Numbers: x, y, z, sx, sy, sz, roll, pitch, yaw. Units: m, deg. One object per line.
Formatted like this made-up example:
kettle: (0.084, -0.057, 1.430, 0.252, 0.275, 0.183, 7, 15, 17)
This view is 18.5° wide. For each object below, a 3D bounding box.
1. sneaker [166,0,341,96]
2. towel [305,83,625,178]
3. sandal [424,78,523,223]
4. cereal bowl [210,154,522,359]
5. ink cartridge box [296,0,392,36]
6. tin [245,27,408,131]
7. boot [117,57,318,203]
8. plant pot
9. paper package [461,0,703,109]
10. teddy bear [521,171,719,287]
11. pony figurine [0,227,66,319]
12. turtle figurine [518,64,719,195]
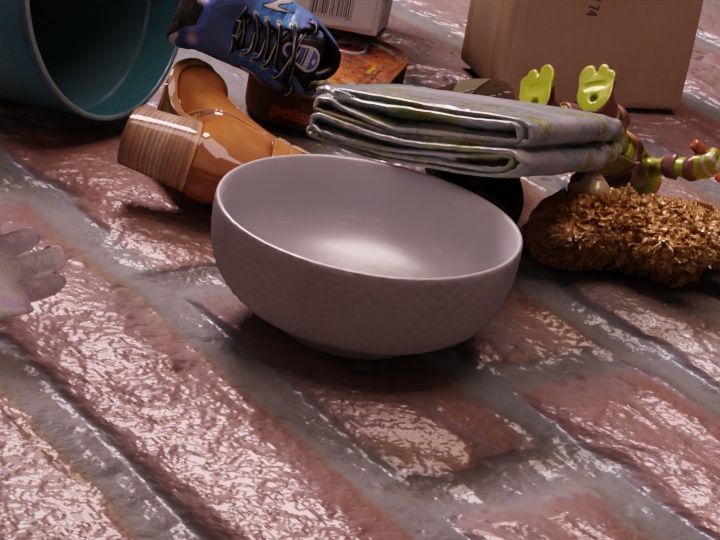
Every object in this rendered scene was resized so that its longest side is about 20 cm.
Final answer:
sneaker: (-0.072, -0.183, 1.683, 0.089, 0.079, 0.200, 30, 12, 24)
towel: (0.075, -0.097, 1.549, 0.171, 0.048, 0.200, 12, 10, 24)
sandal: (0.087, -0.081, 1.679, 0.082, 0.055, 0.200, -5, 39, -4)
cereal bowl: (0.000, 0.000, 1.406, 0.200, 0.083, 0.200, 8, 23, -4)
ink cartridge box: (-0.004, -0.303, 1.945, 0.084, 0.176, 0.200, 11, 9, 2)
tin: (-0.028, -0.156, 1.819, 0.112, 0.042, 0.200, 19, 23, 8)
boot: (-0.079, -0.090, 1.600, 0.155, 0.077, 0.200, 19, 13, 3)
plant pot: (-0.263, -0.220, 1.684, 0.188, 0.200, 0.200, 7, 18, 31)
paper package: (0.201, -0.251, 1.931, 0.190, 0.200, 0.103, 1, 24, -20)
teddy bear: (0.219, -0.031, 1.596, 0.200, 0.067, 0.145, 13, 21, 5)
pony figurine: (-0.291, -0.038, 1.321, 0.193, 0.167, 0.200, -23, 29, 4)
turtle figurine: (0.184, -0.095, 1.689, 0.200, 0.064, 0.161, 18, -16, 43)
